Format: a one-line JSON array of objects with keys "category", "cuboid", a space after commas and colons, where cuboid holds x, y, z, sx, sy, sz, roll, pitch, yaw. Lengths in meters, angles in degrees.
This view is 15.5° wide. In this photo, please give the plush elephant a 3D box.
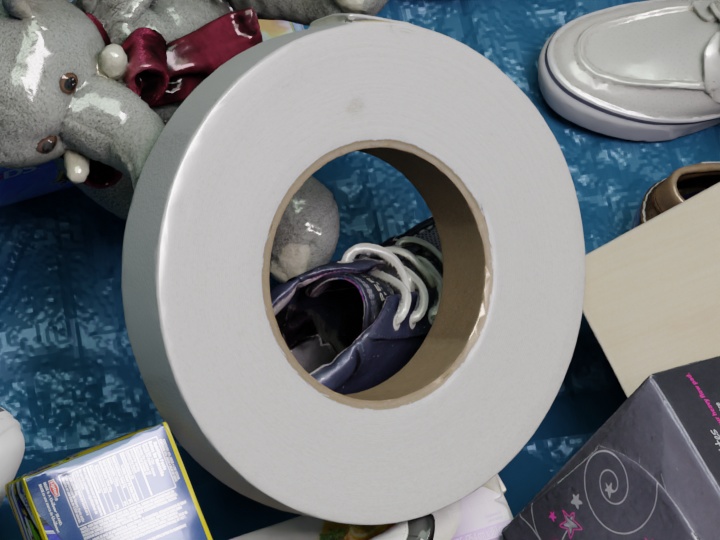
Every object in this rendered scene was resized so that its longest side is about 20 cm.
[{"category": "plush elephant", "cuboid": [-0.103, -0.079, 1.097, 0.199, 0.165, 0.155, 28, 31, 12]}]

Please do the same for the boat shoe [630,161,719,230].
[{"category": "boat shoe", "cuboid": [0.224, -0.011, 1.193, 0.199, 0.072, 0.073, 2, 63, -4]}]

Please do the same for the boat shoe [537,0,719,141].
[{"category": "boat shoe", "cuboid": [0.184, -0.106, 1.239, 0.199, 0.070, 0.071, 1, 63, -5]}]

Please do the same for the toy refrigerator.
[{"category": "toy refrigerator", "cuboid": [0.193, -0.013, 1.125, 0.199, 0.070, 0.076, -29, 82, 8]}]

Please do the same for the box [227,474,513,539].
[{"category": "box", "cuboid": [-0.031, 0.130, 1.115, 0.199, 0.041, 0.039, -17, 67, -13]}]

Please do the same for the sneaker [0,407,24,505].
[{"category": "sneaker", "cuboid": [-0.160, 0.162, 1.066, 0.129, 0.080, 0.200, 29, 64, 8]}]

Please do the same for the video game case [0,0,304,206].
[{"category": "video game case", "cuboid": [-0.140, -0.130, 1.233, 0.199, 0.046, 0.182, -16, 67, -13]}]

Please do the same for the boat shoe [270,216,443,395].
[{"category": "boat shoe", "cuboid": [0.019, 0.016, 1.148, 0.200, 0.093, 0.075, -40, 73, -22]}]

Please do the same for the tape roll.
[{"category": "tape roll", "cuboid": [0.000, 0.000, 1.061, 0.202, 0.037, 0.204, -1, 91, -29]}]

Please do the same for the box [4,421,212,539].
[{"category": "box", "cuboid": [-0.074, 0.165, 1.040, 0.064, 0.070, 0.201, -20, 89, -15]}]

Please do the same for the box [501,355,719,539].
[{"category": "box", "cuboid": [0.168, 0.147, 1.060, 0.114, 0.132, 0.201, -10, 61, -37]}]

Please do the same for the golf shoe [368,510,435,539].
[{"category": "golf shoe", "cuboid": [0.062, 0.186, 1.057, 0.200, 0.073, 0.092, 43, 91, 6]}]
